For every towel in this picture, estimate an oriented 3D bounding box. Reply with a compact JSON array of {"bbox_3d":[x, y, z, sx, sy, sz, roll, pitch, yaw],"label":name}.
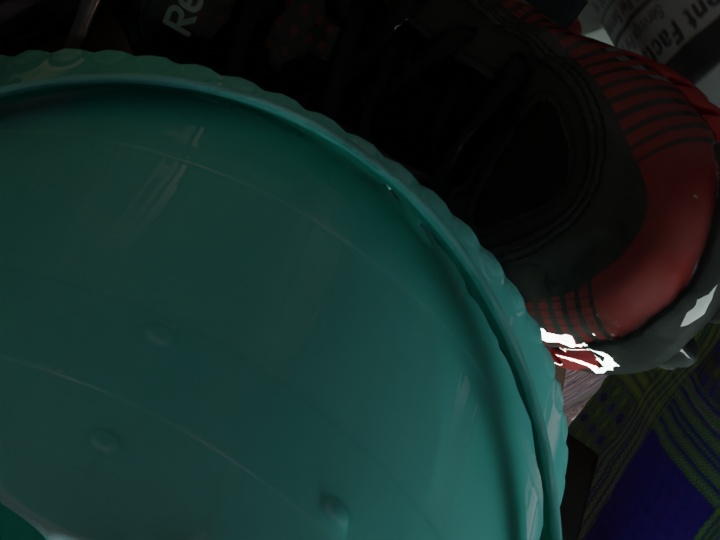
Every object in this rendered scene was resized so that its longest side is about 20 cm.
[{"bbox_3d":[0.083,0.057,0.752,0.144,0.023,0.200,-59,-164,13],"label":"towel"}]

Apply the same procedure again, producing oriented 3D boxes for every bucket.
[{"bbox_3d":[-0.057,0.064,0.599,0.207,0.207,0.135,-38,-160,40],"label":"bucket"}]

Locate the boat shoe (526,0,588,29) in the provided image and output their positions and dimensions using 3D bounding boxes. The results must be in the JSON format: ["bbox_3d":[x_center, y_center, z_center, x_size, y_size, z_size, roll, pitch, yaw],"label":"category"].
[{"bbox_3d":[0.091,-0.136,0.779,0.200,0.062,0.075,-45,177,-20],"label":"boat shoe"}]

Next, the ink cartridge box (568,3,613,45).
[{"bbox_3d":[0.054,-0.090,0.928,0.200,0.083,0.146,-24,168,-34],"label":"ink cartridge box"}]

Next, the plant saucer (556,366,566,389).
[{"bbox_3d":[-0.021,0.055,0.877,0.200,0.035,0.201,-17,133,-19],"label":"plant saucer"}]

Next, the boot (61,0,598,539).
[{"bbox_3d":[0.000,0.000,0.776,0.187,0.200,0.064,-51,175,11],"label":"boot"}]

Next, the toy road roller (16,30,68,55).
[{"bbox_3d":[-0.086,0.027,0.904,0.123,0.146,0.200,-29,171,-10],"label":"toy road roller"}]

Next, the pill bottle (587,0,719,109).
[{"bbox_3d":[0.098,-0.092,0.673,0.113,0.200,0.113,-30,172,-4],"label":"pill bottle"}]

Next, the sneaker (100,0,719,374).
[{"bbox_3d":[0.004,-0.041,0.648,0.098,0.200,0.071,26,98,-42],"label":"sneaker"}]
